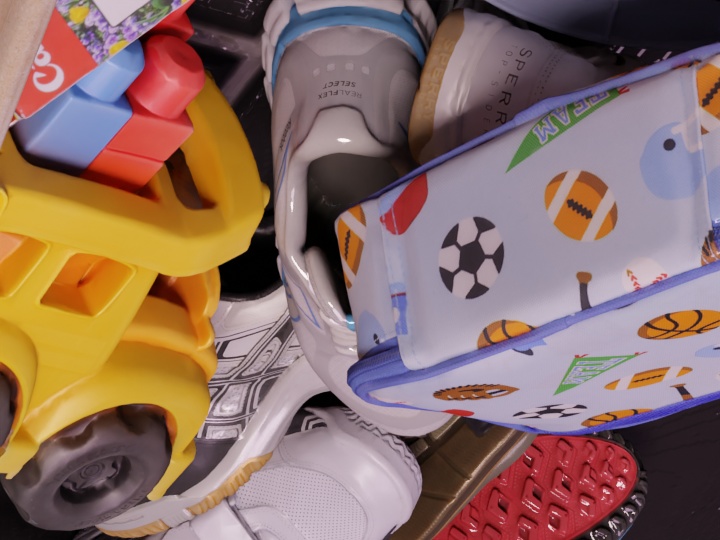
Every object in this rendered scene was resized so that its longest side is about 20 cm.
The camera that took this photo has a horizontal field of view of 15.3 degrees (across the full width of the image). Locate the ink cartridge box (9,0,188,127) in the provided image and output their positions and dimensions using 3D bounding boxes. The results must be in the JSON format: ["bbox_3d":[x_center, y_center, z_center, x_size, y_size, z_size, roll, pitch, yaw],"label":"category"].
[{"bbox_3d":[-0.100,-0.106,0.771,0.200,0.109,0.050,-36,139,-1],"label":"ink cartridge box"}]

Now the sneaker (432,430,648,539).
[{"bbox_3d":[0.031,0.122,1.196,0.199,0.080,0.096,-23,170,-6],"label":"sneaker"}]

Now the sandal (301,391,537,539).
[{"bbox_3d":[0.039,0.055,1.110,0.200,0.081,0.054,-43,161,23],"label":"sandal"}]

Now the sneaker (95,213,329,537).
[{"bbox_3d":[-0.053,0.024,1.035,0.200,0.076,0.088,-39,118,24],"label":"sneaker"}]

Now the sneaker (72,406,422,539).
[{"bbox_3d":[-0.062,0.133,1.077,0.199,0.115,0.075,-28,113,37],"label":"sneaker"}]

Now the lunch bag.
[{"bbox_3d":[0.103,-0.003,0.808,0.199,0.076,0.160,-17,159,36],"label":"lunch bag"}]

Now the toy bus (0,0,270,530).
[{"bbox_3d":[-0.101,-0.025,0.878,0.192,0.136,0.199,-44,146,23],"label":"toy bus"}]

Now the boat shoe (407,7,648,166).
[{"bbox_3d":[0.081,-0.039,0.906,0.200,0.069,0.071,9,96,-67],"label":"boat shoe"}]

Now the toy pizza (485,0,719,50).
[{"bbox_3d":[0.093,-0.142,0.785,0.199,0.032,0.201,4,141,4],"label":"toy pizza"}]

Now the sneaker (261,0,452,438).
[{"bbox_3d":[0.000,0.000,0.909,0.074,0.087,0.201,-6,136,8],"label":"sneaker"}]

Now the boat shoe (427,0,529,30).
[{"bbox_3d":[0.033,-0.065,0.954,0.074,0.065,0.202,-25,142,6],"label":"boat shoe"}]

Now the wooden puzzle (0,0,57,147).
[{"bbox_3d":[-0.124,-0.145,0.686,0.037,0.185,0.200,-10,144,-42],"label":"wooden puzzle"}]
